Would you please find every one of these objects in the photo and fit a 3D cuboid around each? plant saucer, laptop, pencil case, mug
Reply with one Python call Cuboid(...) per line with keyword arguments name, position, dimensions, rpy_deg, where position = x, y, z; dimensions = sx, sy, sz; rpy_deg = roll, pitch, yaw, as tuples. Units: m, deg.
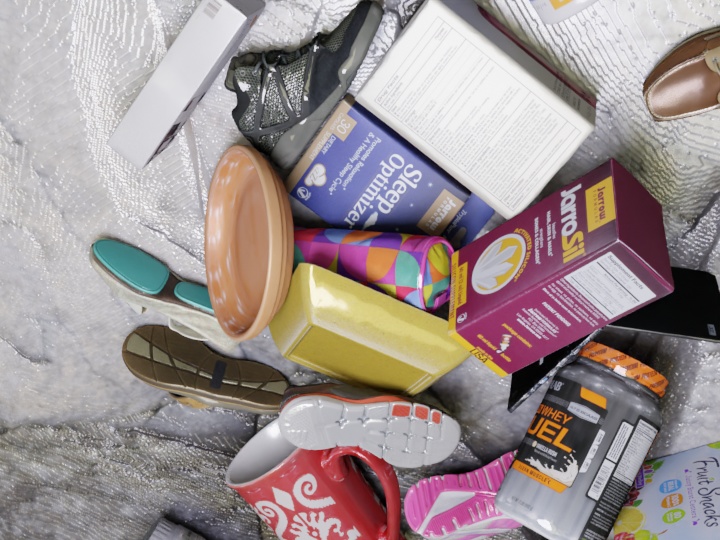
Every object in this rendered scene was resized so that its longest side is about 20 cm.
Cuboid(name="plant saucer", position=(-0.114, -0.028, 1.276), dimensions=(0.037, 0.200, 0.202), rpy_deg=(0, 115, -25))
Cuboid(name="laptop", position=(0.253, 0.068, 1.231), dimensions=(0.103, 0.177, 0.200), rpy_deg=(41, 112, -6))
Cuboid(name="pencil case", position=(0.000, 0.000, 1.267), dimensions=(0.199, 0.088, 0.089), rpy_deg=(4, 113, 34))
Cuboid(name="plant saucer", position=(0.003, 0.078, 1.274), dimensions=(0.199, 0.049, 0.200), rpy_deg=(23, 157, -7))
Cuboid(name="mug", position=(-0.032, 0.270, 1.374), dimensions=(0.133, 0.177, 0.201), rpy_deg=(-42, 107, -22))

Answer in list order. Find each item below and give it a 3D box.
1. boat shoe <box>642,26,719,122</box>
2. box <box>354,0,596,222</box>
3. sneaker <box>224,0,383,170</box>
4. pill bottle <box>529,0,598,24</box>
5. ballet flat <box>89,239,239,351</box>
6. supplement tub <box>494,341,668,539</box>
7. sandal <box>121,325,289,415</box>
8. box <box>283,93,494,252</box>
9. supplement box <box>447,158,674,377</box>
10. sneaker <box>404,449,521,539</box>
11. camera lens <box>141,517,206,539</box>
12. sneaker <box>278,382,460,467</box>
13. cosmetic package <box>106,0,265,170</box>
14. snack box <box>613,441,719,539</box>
Cuboid(name="boat shoe", position=(0.363, -0.198, 1.165), dimensions=(0.199, 0.074, 0.076), rpy_deg=(-25, 104, 18))
Cuboid(name="box", position=(0.115, -0.167, 1.206), dimensions=(0.200, 0.109, 0.128), rpy_deg=(38, 114, -4))
Cuboid(name="sneaker", position=(-0.064, -0.206, 1.244), dimensions=(0.114, 0.076, 0.200), rpy_deg=(36, 118, -10))
Cuboid(name="pill bottle", position=(0.165, -0.338, 1.131), dimensions=(0.112, 0.112, 0.201), rpy_deg=(-31, 103, 20))
Cuboid(name="ballet flat", position=(-0.218, 0.034, 1.372), dimensions=(0.199, 0.068, 0.063), rpy_deg=(26, 123, 1))
Cuboid(name="supplement tub", position=(0.232, 0.182, 1.278), dimensions=(0.122, 0.123, 0.201), rpy_deg=(27, 84, 0))
Cuboid(name="sandal", position=(-0.178, 0.125, 1.400), dimensions=(0.199, 0.081, 0.054), rpy_deg=(19, 134, -1))
Cuboid(name="box", position=(0.030, -0.077, 1.299), dimensions=(0.199, 0.032, 0.121), rpy_deg=(36, 113, -5))
Cuboid(name="supplement box", position=(0.183, 0.001, 1.156), dimensions=(0.199, 0.111, 0.086), rpy_deg=(-32, 125, 33))
Cuboid(name="sneaker", position=(0.145, 0.255, 1.381), dimensions=(0.198, 0.088, 0.082), rpy_deg=(-8, 69, -3))
Cuboid(name="camera lens", position=(-0.196, 0.408, 1.454), dimensions=(0.199, 0.160, 0.160), rpy_deg=(36, 113, -4))
Cuboid(name="sneaker", position=(0.009, 0.147, 1.299), dimensions=(0.198, 0.082, 0.078), rpy_deg=(13, 112, -15))
Cuboid(name="cosmetic package", position=(-0.178, -0.201, 1.266), dimensions=(0.051, 0.083, 0.200), rpy_deg=(37, 113, -7))
Cuboid(name="snack box", position=(0.348, 0.258, 1.270), dimensions=(0.168, 0.200, 0.068), rpy_deg=(-19, 106, 17))
